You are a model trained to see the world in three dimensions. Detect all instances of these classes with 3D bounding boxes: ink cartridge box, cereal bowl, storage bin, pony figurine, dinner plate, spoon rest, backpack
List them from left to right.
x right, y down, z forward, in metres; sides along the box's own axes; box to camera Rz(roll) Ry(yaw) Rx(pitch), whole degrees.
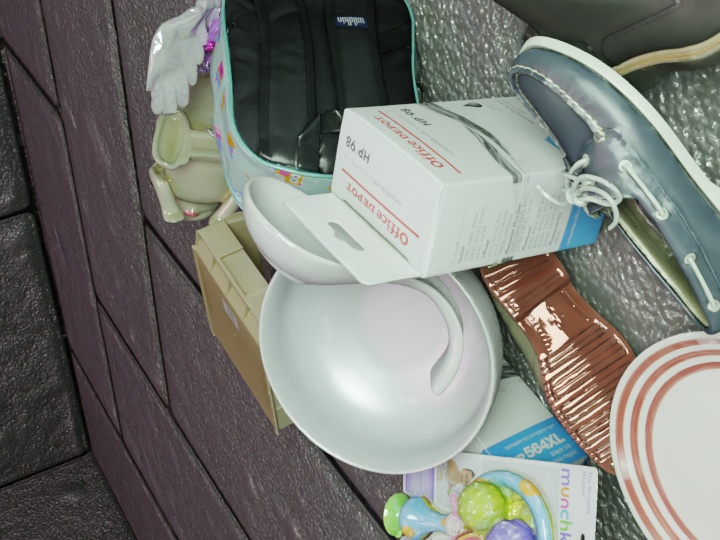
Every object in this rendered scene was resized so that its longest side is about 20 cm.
[{"bbox_3d":[-0.149,-0.269,1.000,0.200,0.164,0.195,-122,32,-57],"label":"pony figurine"},{"bbox_3d":[-0.117,0.061,1.161,0.200,0.093,0.200,51,156,36],"label":"storage bin"},{"bbox_3d":[-0.038,-0.124,0.774,0.154,0.174,0.202,112,154,-49],"label":"backpack"},{"bbox_3d":[0.000,0.000,0.654,0.200,0.061,0.100,40,-161,-11],"label":"spoon rest"},{"bbox_3d":[0.023,0.054,0.753,0.198,0.083,0.203,8,111,21],"label":"cereal bowl"},{"bbox_3d":[0.061,-0.060,0.632,0.116,0.198,0.067,44,133,42],"label":"ink cartridge box"},{"bbox_3d":[0.093,0.147,0.846,0.201,0.084,0.147,53,148,34],"label":"ink cartridge box"},{"bbox_3d":[0.244,0.131,0.592,0.199,0.024,0.202,31,130,45],"label":"dinner plate"}]

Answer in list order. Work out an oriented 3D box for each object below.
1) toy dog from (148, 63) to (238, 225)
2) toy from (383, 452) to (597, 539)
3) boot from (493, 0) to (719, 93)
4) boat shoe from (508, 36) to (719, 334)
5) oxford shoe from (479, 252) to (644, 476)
[{"bbox_3d":[-0.212,-0.143,1.198,0.200,0.138,0.196,123,136,-58],"label":"toy dog"},{"bbox_3d":[0.087,0.201,0.720,0.199,0.047,0.117,-7,79,52],"label":"toy"},{"bbox_3d":[0.134,-0.166,0.487,0.137,0.078,0.200,31,156,-14],"label":"boot"},{"bbox_3d":[0.154,-0.049,0.549,0.200,0.062,0.075,46,174,-2],"label":"boat shoe"},{"bbox_3d":[0.157,0.059,0.709,0.202,0.070,0.074,63,-179,10],"label":"oxford shoe"}]
